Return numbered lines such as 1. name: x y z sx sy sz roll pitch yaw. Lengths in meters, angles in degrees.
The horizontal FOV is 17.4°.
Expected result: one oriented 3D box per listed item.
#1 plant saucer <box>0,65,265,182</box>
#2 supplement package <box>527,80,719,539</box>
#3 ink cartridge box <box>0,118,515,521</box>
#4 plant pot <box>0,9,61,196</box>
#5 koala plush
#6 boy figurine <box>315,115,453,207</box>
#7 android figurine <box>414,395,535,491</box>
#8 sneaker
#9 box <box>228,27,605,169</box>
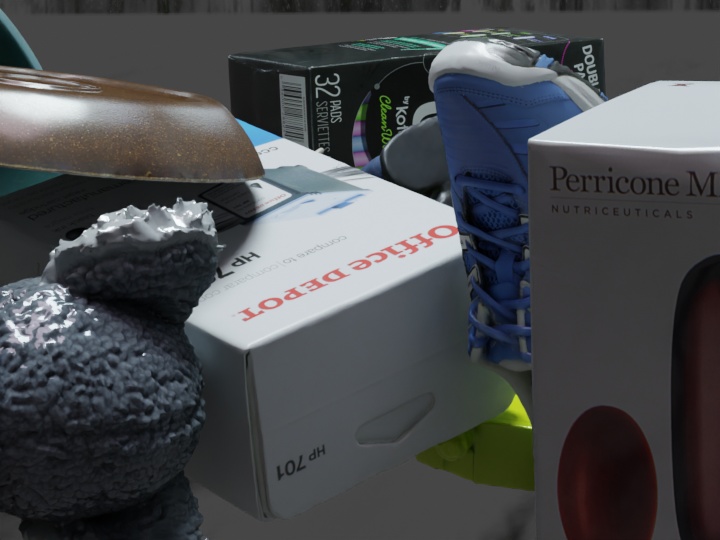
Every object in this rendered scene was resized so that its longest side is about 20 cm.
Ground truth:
1. plant saucer: -0.137 -0.065 0.985 0.200 0.032 0.200 8 6 -1
2. supplement package: 0.163 0.049 0.730 0.191 0.200 0.147 2 12 23
3. ink cartridge box: -0.050 0.014 1.019 0.146 0.086 0.200 -23 30 -34
4. plant pot: -0.272 -0.029 1.195 0.196 0.200 0.200 -17 7 19
5. koala plush: -0.147 0.051 0.875 0.200 0.178 0.184 2 8 -20
6. boy figurine: 0.000 0.000 1.229 0.064 0.124 0.200 -34 -5 -36
7. android figurine: 0.085 0.047 1.079 0.182 0.041 0.200 7 21 16
8. sneaker: 0.076 -0.002 0.932 0.076 0.200 0.077 2 40 43
9. box: 0.037 -0.066 1.434 0.200 0.149 0.124 -8 12 -26
